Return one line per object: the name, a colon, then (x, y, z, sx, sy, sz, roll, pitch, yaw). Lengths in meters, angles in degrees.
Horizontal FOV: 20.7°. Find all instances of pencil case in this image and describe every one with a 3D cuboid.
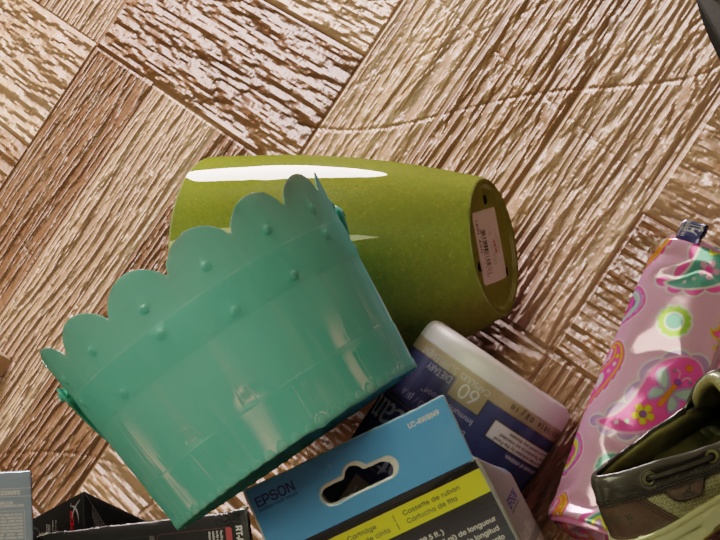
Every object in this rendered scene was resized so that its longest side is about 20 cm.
pencil case: (0.185, 0.077, 1.184, 0.087, 0.087, 0.201, 14, 75, 46)

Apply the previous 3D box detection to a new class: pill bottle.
pill bottle: (0.036, 0.143, 1.261, 0.111, 0.111, 0.201, 34, 90, 47)

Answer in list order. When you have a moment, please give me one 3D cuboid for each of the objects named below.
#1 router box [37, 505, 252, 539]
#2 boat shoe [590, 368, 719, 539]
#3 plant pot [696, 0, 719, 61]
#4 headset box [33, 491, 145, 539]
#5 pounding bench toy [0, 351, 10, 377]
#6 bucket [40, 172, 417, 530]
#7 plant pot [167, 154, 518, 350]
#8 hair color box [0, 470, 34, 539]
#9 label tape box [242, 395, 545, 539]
router box: (-0.137, 0.267, 1.327, 0.148, 0.062, 0.201, -6, 55, -3)
boat shoe: (0.213, 0.087, 1.110, 0.200, 0.066, 0.072, -35, 21, -18)
plant pot: (0.307, -0.115, 1.119, 0.199, 0.177, 0.200, -36, 47, 19)
headset box: (-0.250, 0.276, 1.468, 0.199, 0.075, 0.150, -29, 49, 26)
pounding bench toy: (-0.431, 0.104, 1.699, 0.156, 0.124, 0.201, 34, 91, 47)
bucket: (-0.074, 0.052, 1.191, 0.207, 0.207, 0.135, -35, 85, 21)
plant pot: (0.000, 0.000, 1.350, 0.198, 0.187, 0.189, -8, 60, 23)
hair color box: (-0.250, 0.249, 1.350, 0.060, 0.099, 0.201, -2, 56, -9)
label tape box: (0.040, 0.185, 1.169, 0.143, 0.066, 0.201, -27, 91, 16)
